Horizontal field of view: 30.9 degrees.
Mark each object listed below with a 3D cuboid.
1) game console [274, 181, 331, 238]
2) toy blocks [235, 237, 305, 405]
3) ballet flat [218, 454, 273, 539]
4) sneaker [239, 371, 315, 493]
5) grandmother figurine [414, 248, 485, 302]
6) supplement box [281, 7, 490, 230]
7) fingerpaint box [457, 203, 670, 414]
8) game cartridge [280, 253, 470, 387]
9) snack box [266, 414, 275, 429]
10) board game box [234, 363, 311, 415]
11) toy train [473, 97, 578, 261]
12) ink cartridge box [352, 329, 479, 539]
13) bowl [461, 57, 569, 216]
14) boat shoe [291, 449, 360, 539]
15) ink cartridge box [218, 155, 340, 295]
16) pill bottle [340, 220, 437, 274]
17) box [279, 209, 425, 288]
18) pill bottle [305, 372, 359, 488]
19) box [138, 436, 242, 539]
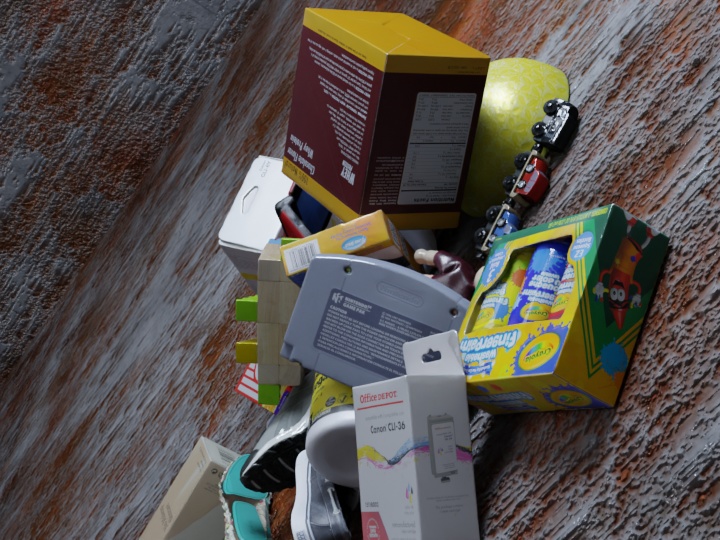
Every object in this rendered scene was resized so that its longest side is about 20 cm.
[{"bbox_3d":[-0.031,-0.055,1.663,0.119,0.172,0.200,-38,-21,-8],"label":"game console"},{"bbox_3d":[-0.089,0.043,1.557,0.137,0.100,0.200,-78,-11,-74],"label":"toy blocks"},{"bbox_3d":[-0.148,0.307,1.625,0.200,0.075,0.064,-95,23,-64],"label":"ballet flat"},{"bbox_3d":[-0.070,0.183,1.554,0.200,0.074,0.079,-47,37,-5],"label":"sneaker"},{"bbox_3d":[0.079,0.030,1.356,0.200,0.061,0.122,-15,77,19],"label":"grandmother figurine"},{"bbox_3d":[0.022,-0.172,1.467,0.197,0.133,0.200,40,127,52],"label":"supplement box"},{"bbox_3d":[0.172,0.041,1.195,0.200,0.073,0.167,-16,48,64],"label":"fingerpaint box"},{"bbox_3d":[0.029,0.063,1.326,0.041,0.200,0.133,-31,-39,-71],"label":"game cartridge"},{"bbox_3d":[-0.060,0.158,1.679,0.200,0.024,0.072,-51,23,25],"label":"snack box"},{"bbox_3d":[-0.083,0.115,1.686,0.152,0.046,0.200,-63,21,-7],"label":"board game box"},{"bbox_3d":[0.183,-0.096,1.418,0.046,0.034,0.200,24,83,41],"label":"toy train"},{"bbox_3d":[0.048,0.161,1.221,0.116,0.067,0.200,-22,70,61],"label":"ink cartridge box"},{"bbox_3d":[0.140,-0.175,1.528,0.200,0.108,0.200,-50,21,28],"label":"bowl"},{"bbox_3d":[-0.032,0.246,1.434,0.068,0.072,0.200,-21,13,8],"label":"boat shoe"},{"bbox_3d":[-0.102,-0.042,1.801,0.083,0.200,0.145,12,66,25],"label":"ink cartridge box"},{"bbox_3d":[0.032,-0.070,1.634,0.116,0.116,0.200,-51,22,25],"label":"pill bottle"},{"bbox_3d":[0.000,0.000,1.448,0.119,0.200,0.042,-20,67,11],"label":"box"},{"bbox_3d":[0.004,0.129,1.428,0.112,0.112,0.200,-46,24,36],"label":"pill bottle"},{"bbox_3d":[-0.227,0.338,1.760,0.200,0.078,0.095,-59,20,4],"label":"box"}]
